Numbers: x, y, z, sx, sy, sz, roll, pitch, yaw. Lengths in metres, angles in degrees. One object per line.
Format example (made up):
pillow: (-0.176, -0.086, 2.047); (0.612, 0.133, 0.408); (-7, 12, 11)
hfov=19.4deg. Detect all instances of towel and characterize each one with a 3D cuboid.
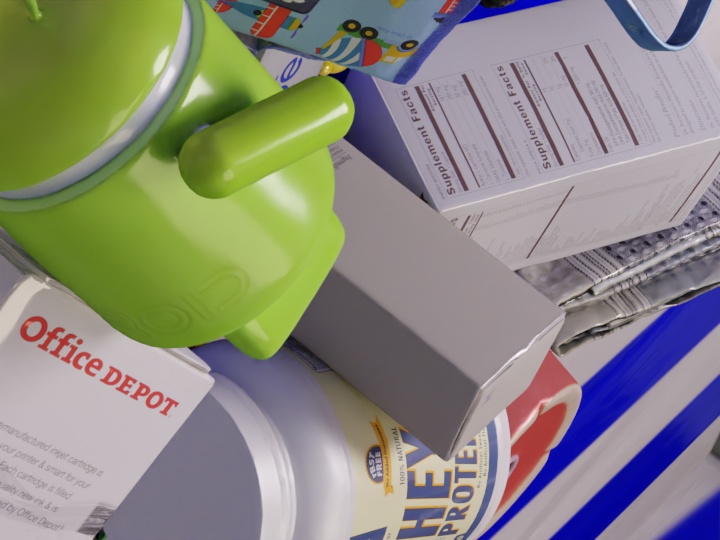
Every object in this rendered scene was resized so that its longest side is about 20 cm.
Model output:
towel: (0.149, -0.054, 1.288); (0.192, 0.200, 0.035); (-22, 146, -20)

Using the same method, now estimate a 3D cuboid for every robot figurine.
robot figurine: (-0.088, -0.049, 0.815); (0.116, 0.175, 0.200); (-57, 132, -16)

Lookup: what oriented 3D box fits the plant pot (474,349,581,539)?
plant pot: (0.032, 0.077, 1.365); (0.200, 0.177, 0.200); (-44, 162, -19)

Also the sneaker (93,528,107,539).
sneaker: (-0.151, 0.172, 1.240); (0.077, 0.089, 0.200); (-48, 162, -8)

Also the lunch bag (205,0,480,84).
lunch bag: (-0.014, -0.160, 0.829); (0.150, 0.094, 0.200); (13, 135, -23)

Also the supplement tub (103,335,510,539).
supplement tub: (-0.029, 0.102, 1.136); (0.200, 0.145, 0.145); (-9, 137, -49)

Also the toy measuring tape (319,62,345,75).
toy measuring tape: (-0.007, -0.157, 0.977); (0.074, 0.074, 0.200); (-40, 160, -31)

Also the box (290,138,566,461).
box: (0.000, 0.000, 1.085); (0.082, 0.200, 0.068); (-37, 159, -39)

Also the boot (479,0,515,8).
boot: (0.116, -0.190, 1.197); (0.158, 0.079, 0.211); (-48, 156, -25)

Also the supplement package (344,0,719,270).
supplement package: (0.094, -0.074, 1.186); (0.200, 0.110, 0.114); (-15, 156, -23)

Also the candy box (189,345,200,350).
candy box: (-0.121, 0.077, 1.188); (0.102, 0.026, 0.200); (-64, 165, -12)

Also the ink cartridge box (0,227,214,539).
ink cartridge box: (-0.182, 0.082, 0.925); (0.200, 0.084, 0.146); (-52, 143, 1)

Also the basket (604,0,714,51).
basket: (0.145, -0.232, 1.028); (0.176, 0.139, 0.200); (43, 71, -35)

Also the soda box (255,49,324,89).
soda box: (-0.058, -0.103, 0.962); (0.068, 0.063, 0.200); (-30, 153, -53)
